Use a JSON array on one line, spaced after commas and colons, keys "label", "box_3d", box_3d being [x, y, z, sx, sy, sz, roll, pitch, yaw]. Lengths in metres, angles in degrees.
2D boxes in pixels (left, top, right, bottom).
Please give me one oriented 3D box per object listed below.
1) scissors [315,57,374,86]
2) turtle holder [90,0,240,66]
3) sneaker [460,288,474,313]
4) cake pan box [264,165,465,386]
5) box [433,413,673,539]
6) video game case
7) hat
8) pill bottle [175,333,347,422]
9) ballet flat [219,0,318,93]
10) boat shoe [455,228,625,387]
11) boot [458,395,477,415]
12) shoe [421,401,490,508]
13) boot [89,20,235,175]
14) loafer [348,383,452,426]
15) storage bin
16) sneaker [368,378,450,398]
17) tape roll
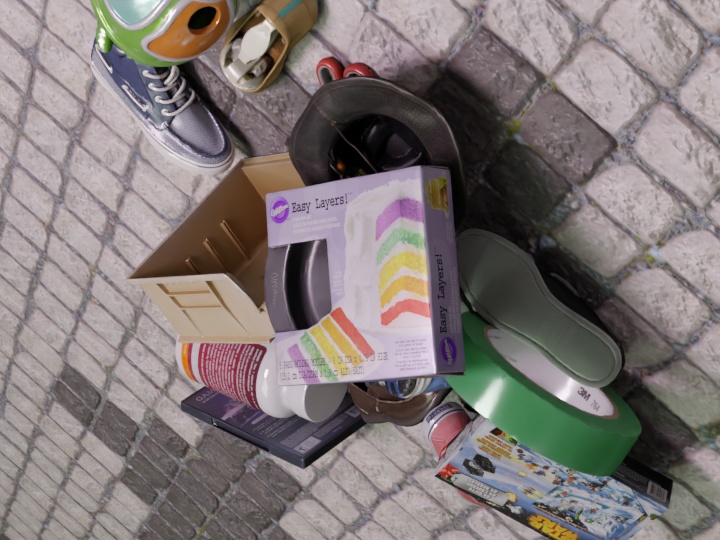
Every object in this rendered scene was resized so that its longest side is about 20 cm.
[{"label": "scissors", "box_3d": [0.020, -0.124, 1.514, 0.073, 0.014, 0.201, 3, 132, 45]}, {"label": "turtle holder", "box_3d": [-0.172, -0.287, 1.434, 0.140, 0.187, 0.131, 21, 161, -29]}, {"label": "sneaker", "box_3d": [0.049, 0.030, 1.507, 0.200, 0.104, 0.076, 21, -134, -77]}, {"label": "cake pan box", "box_3d": [-0.001, 0.009, 1.396, 0.199, 0.052, 0.186, -6, 84, 40]}, {"label": "box", "box_3d": [0.191, 0.208, 1.548, 0.199, 0.040, 0.137, 29, 138, -8]}, {"label": "video game case", "box_3d": [-0.099, 0.168, 1.887, 0.199, 0.143, 0.019, 19, 124, 34]}, {"label": "hat", "box_3d": [0.034, -0.109, 1.439, 0.200, 0.081, 0.201, 22, 133, 25]}, {"label": "pill bottle", "box_3d": [-0.116, 0.109, 1.860, 0.199, 0.113, 0.113, 21, 143, 34]}, {"label": "ballet flat", "box_3d": [-0.103, -0.215, 1.492, 0.069, 0.063, 0.200, 44, 150, -1]}, {"label": "boat shoe", "box_3d": [0.168, 0.036, 1.482, 0.200, 0.076, 0.060, 46, -165, 7]}, {"label": "boot", "box_3d": [0.180, 0.165, 1.646, 0.174, 0.069, 0.201, 24, 141, 38]}, {"label": "shoe", "box_3d": [0.135, 0.228, 1.698, 0.091, 0.071, 0.200, 52, 177, 42]}, {"label": "boot", "box_3d": [-0.209, -0.188, 1.637, 0.200, 0.073, 0.090, 41, 155, 6]}, {"label": "loafer", "box_3d": [0.038, 0.130, 1.740, 0.071, 0.073, 0.200, 50, 151, -11]}, {"label": "storage bin", "box_3d": [-0.102, -0.025, 1.590, 0.198, 0.200, 0.094, -3, 128, 51]}, {"label": "sneaker", "box_3d": [0.053, 0.093, 1.651, 0.200, 0.077, 0.076, -138, 50, -69]}, {"label": "tape roll", "box_3d": [0.167, 0.113, 1.449, 0.200, 0.048, 0.201, 29, -166, -8]}]
